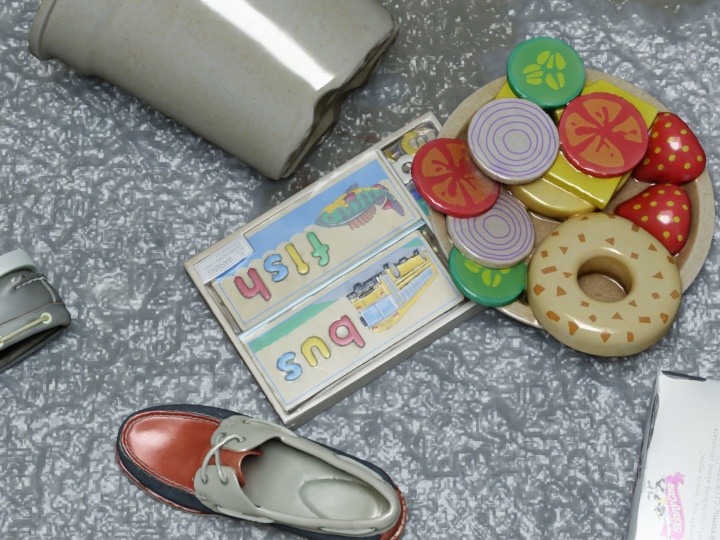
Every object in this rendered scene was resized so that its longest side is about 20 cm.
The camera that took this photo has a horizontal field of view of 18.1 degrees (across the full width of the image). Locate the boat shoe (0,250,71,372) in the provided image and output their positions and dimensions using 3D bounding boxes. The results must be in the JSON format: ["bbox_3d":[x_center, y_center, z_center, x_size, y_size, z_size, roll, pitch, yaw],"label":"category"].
[{"bbox_3d":[-0.279,0.071,1.461,0.202,0.072,0.060,-40,76,-8],"label":"boat shoe"}]

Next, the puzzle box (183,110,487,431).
[{"bbox_3d":[0.000,0.000,1.490,0.200,0.025,0.133,-33,74,-7],"label":"puzzle box"}]

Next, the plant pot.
[{"bbox_3d":[-0.083,-0.165,1.473,0.183,0.200,0.201,38,78,3],"label":"plant pot"}]

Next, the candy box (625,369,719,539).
[{"bbox_3d":[0.266,0.165,1.397,0.199,0.072,0.168,10,74,6],"label":"candy box"}]

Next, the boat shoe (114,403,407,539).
[{"bbox_3d":[-0.065,0.129,1.435,0.199,0.063,0.071,18,77,10],"label":"boat shoe"}]

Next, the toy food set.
[{"bbox_3d":[0.135,-0.049,1.467,0.198,0.049,0.200,28,67,5],"label":"toy food set"}]
